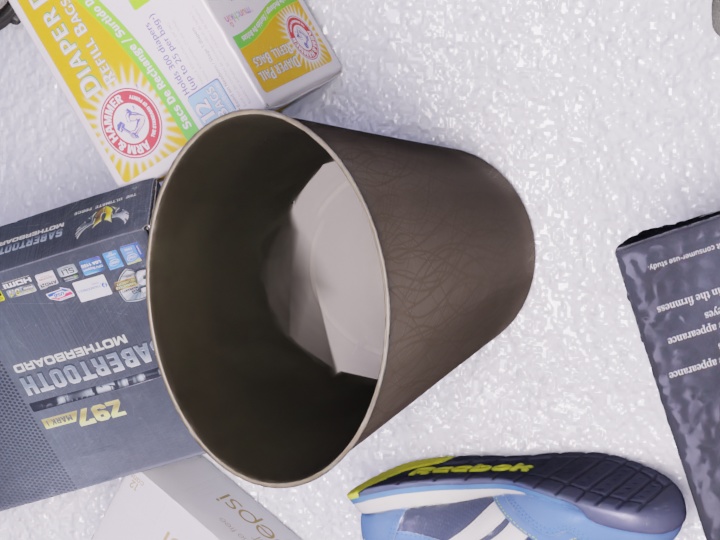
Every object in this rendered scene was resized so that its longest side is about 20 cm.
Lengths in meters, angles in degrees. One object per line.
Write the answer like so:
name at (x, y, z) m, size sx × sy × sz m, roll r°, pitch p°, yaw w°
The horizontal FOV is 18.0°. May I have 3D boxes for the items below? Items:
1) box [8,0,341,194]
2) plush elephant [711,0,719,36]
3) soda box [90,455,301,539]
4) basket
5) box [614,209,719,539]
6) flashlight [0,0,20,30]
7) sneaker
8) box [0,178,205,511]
box at (-0.118, -0.159, 1.247) m, size 0.112 × 0.101 × 0.201 m, roll -30°, pitch 92°, yaw 29°
plush elephant at (0.150, -0.199, 1.069) m, size 0.164 × 0.155 × 0.201 m, roll 25°, pitch 105°, yaw 12°
soda box at (-0.059, 0.190, 1.304) m, size 0.200 × 0.064 × 0.068 m, roll 38°, pitch 113°, yaw 19°
basket at (0.000, 0.000, 1.164) m, size 0.135 × 0.200 × 0.182 m, roll 0°, pitch 98°, yaw 28°
box at (0.232, 0.057, 1.098) m, size 0.147 × 0.104 × 0.202 m, roll -17°, pitch 89°, yaw 30°
flashlight at (-0.283, -0.214, 1.371) m, size 0.199 × 0.068 × 0.068 m, roll 36°, pitch 86°, yaw 21°
sneaker at (0.087, 0.144, 1.214) m, size 0.199 × 0.074 × 0.083 m, roll -4°, pitch 97°, yaw 37°
box at (-0.173, 0.049, 1.266) m, size 0.198 × 0.051 × 0.158 m, roll -15°, pitch 126°, yaw 13°
